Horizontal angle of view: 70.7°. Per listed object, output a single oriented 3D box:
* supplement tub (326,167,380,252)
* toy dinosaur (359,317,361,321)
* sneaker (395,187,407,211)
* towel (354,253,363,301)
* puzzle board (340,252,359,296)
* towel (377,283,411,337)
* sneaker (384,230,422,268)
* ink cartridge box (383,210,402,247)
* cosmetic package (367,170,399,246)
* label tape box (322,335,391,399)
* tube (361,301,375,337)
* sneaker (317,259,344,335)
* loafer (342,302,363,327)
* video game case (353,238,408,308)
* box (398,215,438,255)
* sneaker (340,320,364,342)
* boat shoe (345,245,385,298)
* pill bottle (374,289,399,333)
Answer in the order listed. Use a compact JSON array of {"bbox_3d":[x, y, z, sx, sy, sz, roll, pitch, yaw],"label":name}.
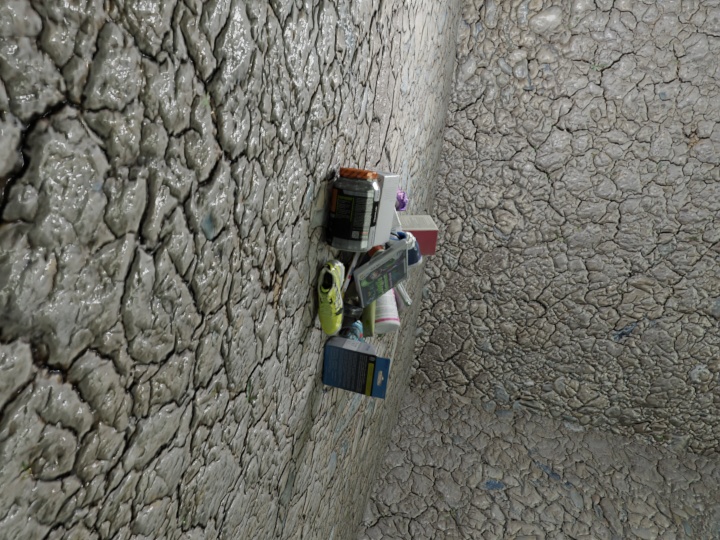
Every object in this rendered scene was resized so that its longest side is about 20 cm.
[{"bbox_3d":[-0.017,-0.156,1.293,0.123,0.122,0.201,-38,138,-70],"label":"supplement tub"},{"bbox_3d":[0.022,0.166,1.826,0.102,0.077,0.200,105,8,-58],"label":"toy dinosaur"},{"bbox_3d":[0.132,-0.281,1.891,0.200,0.088,0.081,71,34,-63],"label":"sneaker"},{"bbox_3d":[0.000,0.000,1.689,0.133,0.034,0.201,39,64,-74],"label":"towel"},{"bbox_3d":[-0.040,0.027,1.476,0.151,0.017,0.200,116,-6,-57],"label":"puzzle board"},{"bbox_3d":[0.098,0.125,1.834,0.200,0.031,0.149,-54,-136,33],"label":"towel"},{"bbox_3d":[0.086,-0.067,1.602,0.147,0.199,0.081,62,31,-35],"label":"sneaker"},{"bbox_3d":[0.083,-0.157,1.676,0.200,0.085,0.146,68,4,-70],"label":"ink cartridge box"},{"bbox_3d":[0.045,-0.176,1.432,0.102,0.074,0.201,-19,124,-58],"label":"cosmetic package"},{"bbox_3d":[-0.008,0.290,1.525,0.066,0.199,0.144,-55,153,-65],"label":"label tape box"},{"bbox_3d":[0.025,0.113,1.616,0.058,0.052,0.201,26,62,-69],"label":"tube"},{"bbox_3d":[-0.087,0.072,1.324,0.076,0.075,0.201,-14,105,-67],"label":"sneaker"},{"bbox_3d":[-0.033,0.140,1.549,0.200,0.073,0.073,49,59,-82],"label":"loafer"},{"bbox_3d":[0.066,0.014,1.516,0.182,0.023,0.200,-33,151,-14],"label":"video game case"},{"bbox_3d":[0.171,-0.129,1.868,0.128,0.199,0.109,-105,-164,-58],"label":"box"},{"bbox_3d":[-0.036,0.251,1.701,0.096,0.079,0.200,-50,145,-37],"label":"sneaker"},{"bbox_3d":[0.009,-0.001,1.574,0.071,0.063,0.200,13,120,-42],"label":"boat shoe"},{"bbox_3d":[0.065,0.109,1.760,0.113,0.113,0.201,67,12,-67],"label":"pill bottle"}]
